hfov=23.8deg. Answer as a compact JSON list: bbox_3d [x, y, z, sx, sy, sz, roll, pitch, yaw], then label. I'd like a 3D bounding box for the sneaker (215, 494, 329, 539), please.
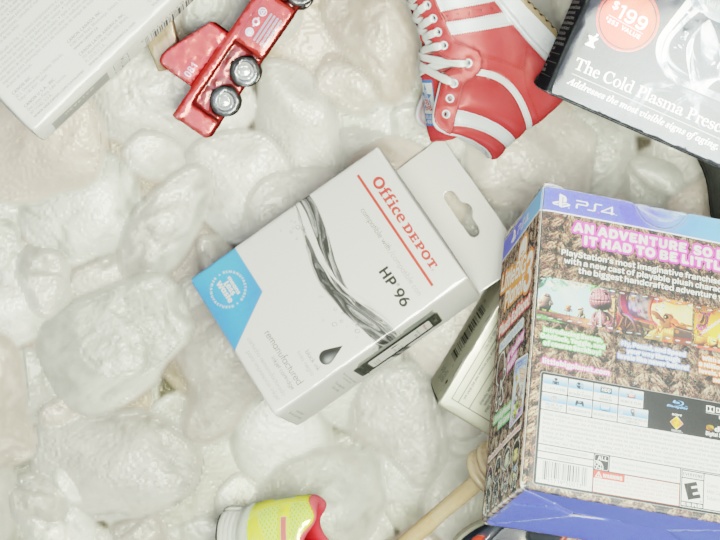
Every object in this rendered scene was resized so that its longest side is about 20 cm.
[{"bbox_3d":[-0.024,0.247,1.209,0.090,0.078,0.201,-24,99,17],"label":"sneaker"}]

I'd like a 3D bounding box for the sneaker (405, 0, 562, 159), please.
[{"bbox_3d":[0.051,-0.164,1.169,0.200,0.071,0.113,43,91,-10],"label":"sneaker"}]

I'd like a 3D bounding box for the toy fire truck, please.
[{"bbox_3d":[-0.131,-0.166,1.171,0.141,0.049,0.201,35,94,-5],"label":"toy fire truck"}]

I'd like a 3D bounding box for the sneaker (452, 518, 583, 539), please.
[{"bbox_3d":[0.147,0.166,1.139,0.200,0.085,0.075,-39,97,3],"label":"sneaker"}]

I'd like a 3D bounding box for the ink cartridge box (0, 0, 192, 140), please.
[{"bbox_3d":[-0.219,-0.212,1.116,0.161,0.050,0.200,-44,87,-5],"label":"ink cartridge box"}]

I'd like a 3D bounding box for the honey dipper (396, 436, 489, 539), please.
[{"bbox_3d":[0.052,0.171,1.196,0.038,0.038,0.200,42,122,-7],"label":"honey dipper"}]

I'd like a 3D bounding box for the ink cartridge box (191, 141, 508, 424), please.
[{"bbox_3d":[0.000,0.000,1.171,0.199,0.068,0.116,-35,74,2],"label":"ink cartridge box"}]

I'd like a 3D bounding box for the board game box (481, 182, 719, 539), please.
[{"bbox_3d":[0.171,0.066,1.094,0.158,0.097,0.202,11,68,-8],"label":"board game box"}]

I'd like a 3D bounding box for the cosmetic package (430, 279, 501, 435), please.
[{"bbox_3d":[0.160,0.095,1.208,0.199,0.073,0.104,32,96,-7],"label":"cosmetic package"}]

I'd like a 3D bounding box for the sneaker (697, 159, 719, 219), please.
[{"bbox_3d":[0.330,-0.097,1.197,0.198,0.075,0.107,-12,103,8],"label":"sneaker"}]

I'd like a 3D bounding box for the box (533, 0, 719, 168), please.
[{"bbox_3d":[0.239,-0.161,1.097,0.199,0.104,0.183,22,98,-1],"label":"box"}]
